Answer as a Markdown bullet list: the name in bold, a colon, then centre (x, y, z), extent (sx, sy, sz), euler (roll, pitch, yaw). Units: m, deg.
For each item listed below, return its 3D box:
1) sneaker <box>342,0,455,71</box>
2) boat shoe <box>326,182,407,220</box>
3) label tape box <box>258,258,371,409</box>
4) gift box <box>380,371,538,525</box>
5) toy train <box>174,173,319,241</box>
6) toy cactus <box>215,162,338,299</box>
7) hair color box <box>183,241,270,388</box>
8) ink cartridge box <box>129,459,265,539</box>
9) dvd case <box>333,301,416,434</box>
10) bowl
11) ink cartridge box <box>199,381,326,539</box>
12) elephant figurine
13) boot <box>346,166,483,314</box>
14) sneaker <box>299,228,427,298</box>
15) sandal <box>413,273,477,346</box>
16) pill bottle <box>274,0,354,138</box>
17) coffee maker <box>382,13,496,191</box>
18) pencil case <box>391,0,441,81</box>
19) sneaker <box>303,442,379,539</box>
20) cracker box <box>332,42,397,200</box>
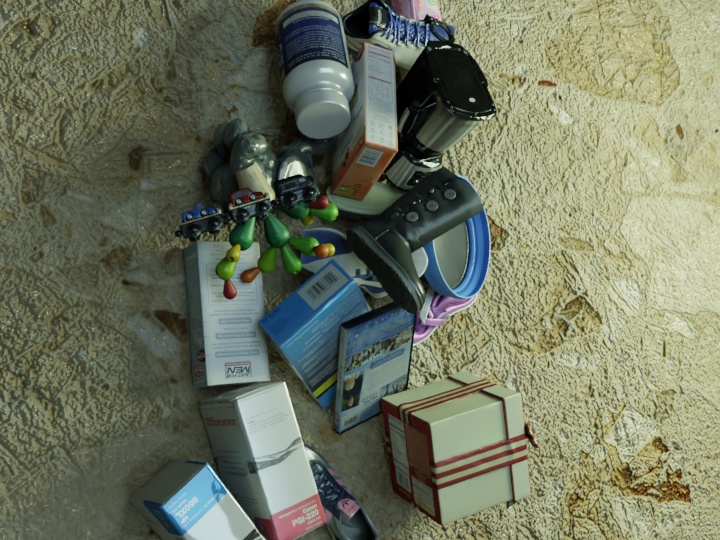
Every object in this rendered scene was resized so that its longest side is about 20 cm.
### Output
- **sneaker**: centre (0.053, -0.379, 1.425), extent (0.197, 0.115, 0.082), euler (6, 84, 4)
- **boat shoe**: centre (0.025, -0.107, 1.434), extent (0.199, 0.061, 0.072), euler (-5, 59, -33)
- **label tape box**: centre (-0.048, 0.098, 1.311), extent (0.143, 0.066, 0.201), euler (-41, 145, -11)
- **gift box**: centre (0.152, 0.276, 1.367), extent (0.185, 0.184, 0.203), euler (-14, 107, -24)
- **toy train**: centre (-0.150, -0.086, 1.164), extent (0.198, 0.034, 0.046), euler (-19, 84, -11)
- **toy cactus**: centre (-0.125, -0.064, 1.217), extent (0.198, 0.102, 0.167), euler (-28, 108, -9)
- **hair color box**: centre (-0.192, 0.063, 1.270), extent (0.098, 0.060, 0.203), euler (-1, 80, -32)
- **ink cartridge box**: centre (-0.195, 0.352, 1.162), extent (0.084, 0.144, 0.201), euler (-41, 102, -29)
- **dvd case**: centre (0.023, 0.143, 1.343), extent (0.142, 0.017, 0.202), euler (-21, 130, -35)
- **bowl**: centre (0.151, -0.054, 1.452), extent (0.200, 0.039, 0.204), euler (10, 78, -54)
- **ink cartridge box**: centre (-0.137, 0.260, 1.215), extent (0.084, 0.145, 0.202), euler (-19, 91, -31)
- **elephant figurine**: centre (-0.123, -0.136, 1.313), extent (0.198, 0.142, 0.156), euler (17, 113, -38)
- **boot**: centre (0.103, -0.049, 1.310), extent (0.199, 0.066, 0.165), euler (-31, 69, -24)
- **sneaker**: centre (0.001, 0.000, 1.384), extent (0.197, 0.115, 0.082), euler (8, 68, 1)
- **sandal**: centre (0.126, 0.057, 1.475), extent (0.202, 0.050, 0.083), euler (-33, 98, -33)
- **pill bottle**: centre (-0.068, -0.304, 1.350), extent (0.110, 0.111, 0.202), euler (11, 53, -30)
- **coffee maker**: centre (0.104, -0.255, 1.411), extent (0.133, 0.200, 0.194), euler (18, 52, -23)
- **pencil case**: centre (0.101, -0.394, 1.525), extent (0.086, 0.087, 0.203), euler (-1, 81, -32)
- **sneaker**: centre (-0.040, 0.329, 1.300), extent (0.070, 0.082, 0.201), euler (-45, 104, -29)
- **cracker box**: centre (0.004, -0.230, 1.371), extent (0.057, 0.134, 0.202), euler (12, 56, -19)
